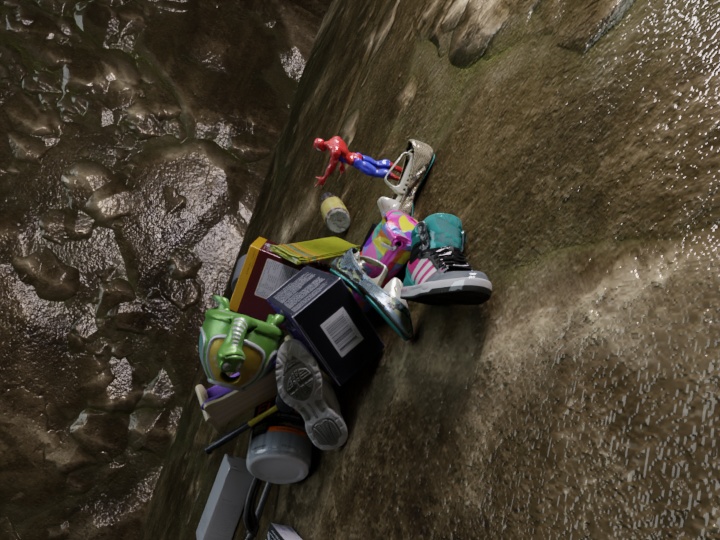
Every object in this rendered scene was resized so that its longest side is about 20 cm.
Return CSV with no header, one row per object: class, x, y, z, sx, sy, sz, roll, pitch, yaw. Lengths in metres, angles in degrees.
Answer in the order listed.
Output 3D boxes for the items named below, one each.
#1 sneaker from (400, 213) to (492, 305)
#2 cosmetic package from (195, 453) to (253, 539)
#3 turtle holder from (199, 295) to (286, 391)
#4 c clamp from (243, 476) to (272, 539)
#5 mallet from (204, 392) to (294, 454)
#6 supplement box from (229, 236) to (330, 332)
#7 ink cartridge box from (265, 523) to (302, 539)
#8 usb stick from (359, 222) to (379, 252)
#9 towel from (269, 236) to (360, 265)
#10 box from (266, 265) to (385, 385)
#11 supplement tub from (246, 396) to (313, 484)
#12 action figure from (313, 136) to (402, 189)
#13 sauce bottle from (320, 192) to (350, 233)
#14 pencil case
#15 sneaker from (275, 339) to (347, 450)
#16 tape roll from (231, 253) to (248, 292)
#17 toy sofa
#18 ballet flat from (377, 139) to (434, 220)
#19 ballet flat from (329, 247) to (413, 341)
sneaker,0.118,-0.018,0.758,0.199,0.082,0.124,170,111,-69
cosmetic package,-0.324,0.561,1.347,0.204,0.073,0.101,-68,19,-5
turtle holder,-0.190,0.124,0.907,0.184,0.139,0.134,3,74,55
c clamp,-0.196,0.440,1.110,0.173,0.026,0.202,85,-163,-48
mallet,-0.186,0.267,0.998,0.198,0.042,0.066,-33,-11,11
supplement box,-0.154,0.035,1.194,0.197,0.196,0.135,-122,54,-80
ink cartridge box,-0.116,0.486,0.903,0.199,0.043,0.096,-16,57,66
usb stick,0.000,0.000,1.123,0.203,0.032,0.056,-64,26,13
towel,-0.089,-0.047,1.160,0.085,0.198,0.018,27,114,32
box,-0.066,0.089,0.981,0.104,0.149,0.199,-38,17,-14
supplement tub,-0.145,0.287,1.075,0.123,0.121,0.203,-51,26,39
action figure,-0.012,-0.192,1.103,0.099,0.197,0.066,-52,24,36
sauce bottle,-0.070,-0.154,1.424,0.066,0.064,0.201,-62,21,17
pencil case,0.031,-0.014,0.976,0.201,0.087,0.089,-55,23,39
sneaker,-0.087,0.199,0.946,0.077,0.203,0.100,-21,17,1
tape roll,-0.232,0.035,1.457,0.200,0.197,0.067,-42,32,51
toy sofa,-0.196,0.199,1.018,0.197,0.099,0.083,-28,46,-11
ballet flat,0.071,-0.142,1.015,0.068,0.074,0.204,7,76,67
ballet flat,0.029,0.027,0.886,0.200,0.074,0.075,41,111,33
